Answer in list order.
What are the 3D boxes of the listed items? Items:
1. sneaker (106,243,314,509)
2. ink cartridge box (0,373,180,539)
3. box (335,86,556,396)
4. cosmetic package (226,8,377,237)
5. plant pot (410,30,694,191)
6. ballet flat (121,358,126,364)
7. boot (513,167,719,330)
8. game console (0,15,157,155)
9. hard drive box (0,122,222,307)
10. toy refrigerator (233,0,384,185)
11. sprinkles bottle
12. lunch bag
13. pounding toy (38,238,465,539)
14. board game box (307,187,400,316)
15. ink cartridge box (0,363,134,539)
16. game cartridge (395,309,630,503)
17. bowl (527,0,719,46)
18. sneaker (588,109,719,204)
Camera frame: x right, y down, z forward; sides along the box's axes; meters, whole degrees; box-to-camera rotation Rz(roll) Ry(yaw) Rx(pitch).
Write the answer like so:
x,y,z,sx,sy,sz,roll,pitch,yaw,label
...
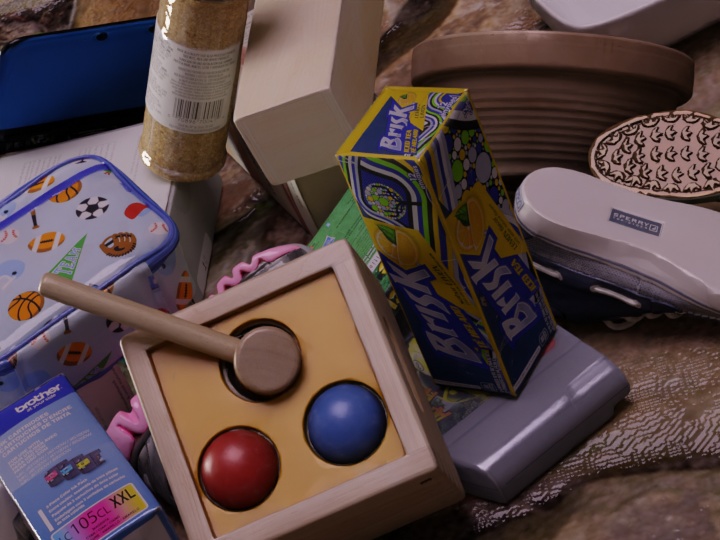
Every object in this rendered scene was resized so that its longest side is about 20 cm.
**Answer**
x,y,z,sx,sy,sz,roll,pitch,yaw,label
-0.078,0.077,1.542,0.095,0.079,0.200,41,97,34,sneaker
-0.170,0.161,1.476,0.076,0.137,0.200,-32,38,-12,ink cartridge box
0.057,-0.016,1.456,0.064,0.200,0.070,6,46,35,box
-0.047,-0.110,1.762,0.087,0.104,0.200,-32,36,-11,cosmetic package
0.133,-0.105,1.634,0.200,0.201,0.093,1,85,29,plant pot
-0.184,0.028,1.651,0.199,0.068,0.069,18,75,14,ballet flat
0.190,0.004,1.532,0.199,0.091,0.073,23,49,9,boot
-0.227,-0.168,1.858,0.199,0.119,0.171,-12,29,-30,game console
-0.217,-0.026,1.773,0.199,0.077,0.156,-12,39,16,hard drive box
-0.033,-0.152,1.668,0.076,0.070,0.200,-17,36,18,toy refrigerator
-0.117,-0.157,1.672,0.068,0.201,0.068,7,42,-7,sprinkles bottle
-0.225,0.011,1.587,0.200,0.076,0.160,-32,46,-17,lunch bag
-0.066,0.073,1.430,0.183,0.142,0.201,-24,71,5,pounding toy
-0.024,0.030,1.580,0.200,0.023,0.105,-54,36,0,board game box
-0.264,0.137,1.599,0.145,0.085,0.200,7,45,34,ink cartridge box
0.067,0.072,1.539,0.133,0.041,0.200,-40,40,-14,game cartridge
0.220,-0.237,1.792,0.199,0.075,0.200,-27,37,-3,bowl
0.259,-0.063,1.557,0.199,0.090,0.067,-7,62,17,sneaker
